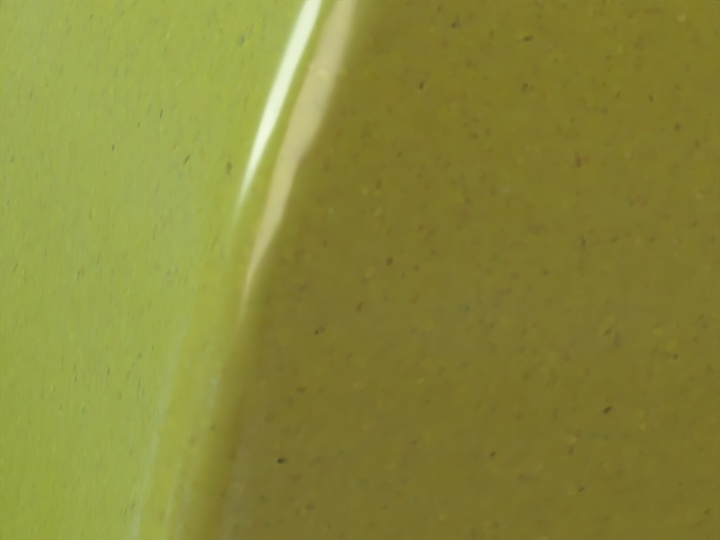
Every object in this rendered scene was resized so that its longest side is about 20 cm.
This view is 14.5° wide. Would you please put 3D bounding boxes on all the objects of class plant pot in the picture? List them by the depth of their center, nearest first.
[{"bbox_3d":[0.020,-0.020,0.630,0.193,0.196,0.201,0,117,-22],"label":"plant pot"}]
